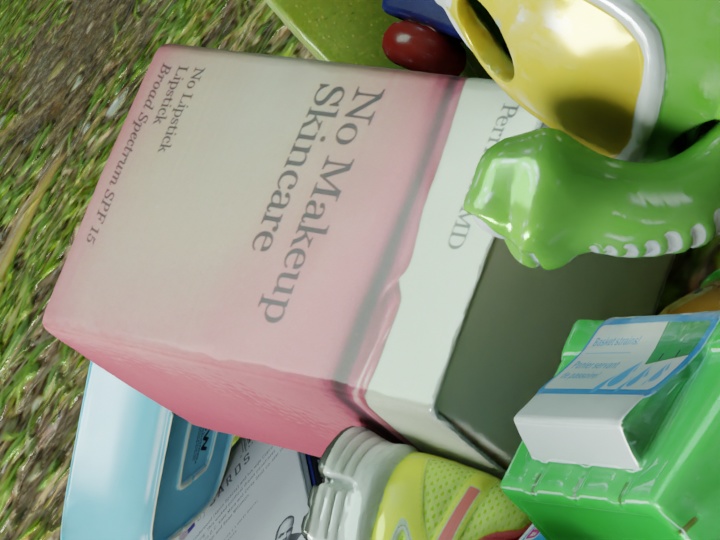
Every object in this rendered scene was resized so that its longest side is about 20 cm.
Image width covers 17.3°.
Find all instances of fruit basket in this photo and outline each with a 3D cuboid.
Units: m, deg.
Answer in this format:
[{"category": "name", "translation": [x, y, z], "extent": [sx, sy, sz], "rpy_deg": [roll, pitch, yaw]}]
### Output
[{"category": "fruit basket", "translation": [0.136, 0.013, 0.711], "extent": [0.201, 0.094, 0.185], "rpy_deg": [-53, 15, -14]}]

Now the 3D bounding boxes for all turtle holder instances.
[{"category": "turtle holder", "translation": [0.090, -0.090, 0.763], "extent": [0.141, 0.131, 0.187], "rpy_deg": [-58, -17, -87]}]

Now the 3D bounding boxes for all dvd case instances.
[{"category": "dvd case", "translation": [-0.060, 0.153, 1.025], "extent": [0.151, 0.025, 0.200], "rpy_deg": [-50, 21, 15]}]

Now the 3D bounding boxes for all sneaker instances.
[{"category": "sneaker", "translation": [0.016, 0.155, 0.788], "extent": [0.078, 0.089, 0.202], "rpy_deg": [61, -142, -75]}]

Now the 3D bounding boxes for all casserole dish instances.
[{"category": "casserole dish", "translation": [-0.080, 0.043, 1.029], "extent": [0.121, 0.039, 0.202], "rpy_deg": [-35, -39, -66]}]

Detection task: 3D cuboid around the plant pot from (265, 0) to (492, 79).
[{"category": "plant pot", "translation": [0.056, -0.181, 1.088], "extent": [0.190, 0.200, 0.200], "rpy_deg": [-45, 19, -9]}]

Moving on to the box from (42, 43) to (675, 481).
[{"category": "box", "translation": [0.000, 0.000, 0.888], "extent": [0.199, 0.109, 0.129], "rpy_deg": [10, 71, 40]}]

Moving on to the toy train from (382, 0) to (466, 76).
[{"category": "toy train", "translation": [0.062, -0.107, 0.938], "extent": [0.199, 0.115, 0.085], "rpy_deg": [25, 94, 46]}]
